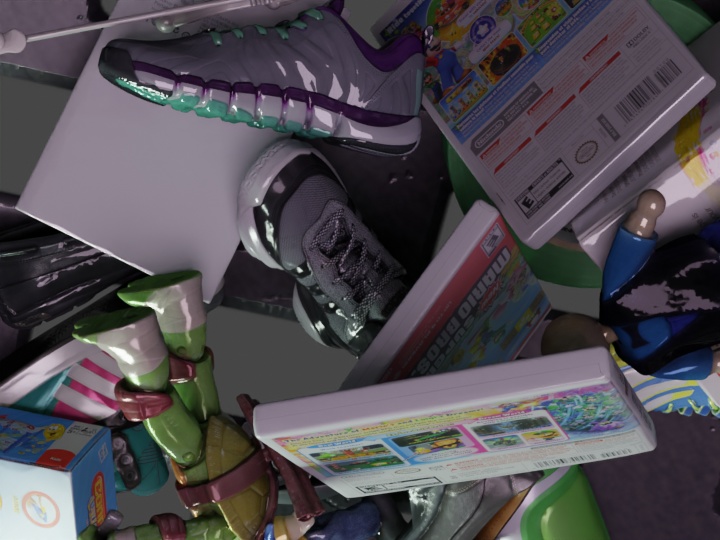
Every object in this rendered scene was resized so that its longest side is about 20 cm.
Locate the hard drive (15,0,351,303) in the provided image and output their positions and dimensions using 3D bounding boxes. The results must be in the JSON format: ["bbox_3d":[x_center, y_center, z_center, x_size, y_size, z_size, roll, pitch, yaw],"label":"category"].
[{"bbox_3d":[-0.108,-0.099,1.252,0.132,0.025,0.201,26,87,-8],"label":"hard drive"}]

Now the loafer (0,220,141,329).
[{"bbox_3d":[-0.152,-0.032,1.296,0.200,0.068,0.071,-26,106,4],"label":"loafer"}]

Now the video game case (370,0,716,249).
[{"bbox_3d":[0.103,-0.128,1.216,0.143,0.200,0.018,-43,144,14],"label":"video game case"}]

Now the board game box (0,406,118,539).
[{"bbox_3d":[-0.256,0.183,1.340,0.195,0.056,0.201,10,119,18],"label":"board game box"}]

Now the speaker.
[{"bbox_3d":[0.134,0.200,1.400,0.088,0.089,0.200,-21,113,5],"label":"speaker"}]

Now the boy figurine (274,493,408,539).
[{"bbox_3d":[-0.061,0.202,1.348,0.200,0.064,0.125,-18,146,-33],"label":"boy figurine"}]

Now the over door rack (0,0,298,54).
[{"bbox_3d":[-0.146,-0.211,1.193,0.199,0.067,0.148,-12,93,-19],"label":"over door rack"}]

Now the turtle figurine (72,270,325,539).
[{"bbox_3d":[-0.130,0.109,1.227,0.144,0.200,0.195,-24,108,-31],"label":"turtle figurine"}]

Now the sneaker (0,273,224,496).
[{"bbox_3d":[-0.150,0.083,1.335,0.200,0.084,0.121,-29,107,17],"label":"sneaker"}]

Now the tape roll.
[{"bbox_3d":[0.152,-0.089,1.303,0.200,0.048,0.201,-1,113,-3],"label":"tape roll"}]

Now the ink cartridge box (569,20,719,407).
[{"bbox_3d":[0.238,-0.053,1.219,0.200,0.146,0.147,-38,110,12],"label":"ink cartridge box"}]

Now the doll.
[{"bbox_3d":[0.191,0.007,1.136,0.200,0.049,0.137,-25,123,17],"label":"doll"}]

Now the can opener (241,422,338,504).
[{"bbox_3d":[0.013,0.112,1.387,0.199,0.053,0.067,-14,147,1],"label":"can opener"}]

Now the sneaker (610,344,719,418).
[{"bbox_3d":[0.236,0.068,1.336,0.200,0.105,0.076,-33,149,9],"label":"sneaker"}]

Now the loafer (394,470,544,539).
[{"bbox_3d":[0.061,0.185,1.327,0.072,0.073,0.200,32,128,23],"label":"loafer"}]

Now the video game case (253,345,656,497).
[{"bbox_3d":[0.060,0.091,1.175,0.199,0.182,0.024,-10,70,13],"label":"video game case"}]

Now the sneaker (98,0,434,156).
[{"bbox_3d":[-0.054,-0.128,1.213,0.199,0.074,0.088,12,89,-19],"label":"sneaker"}]

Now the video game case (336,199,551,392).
[{"bbox_3d":[0.056,0.047,1.256,0.017,0.200,0.143,34,84,21],"label":"video game case"}]

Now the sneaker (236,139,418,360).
[{"bbox_3d":[0.000,0.000,1.259,0.076,0.114,0.200,-49,147,-15],"label":"sneaker"}]
